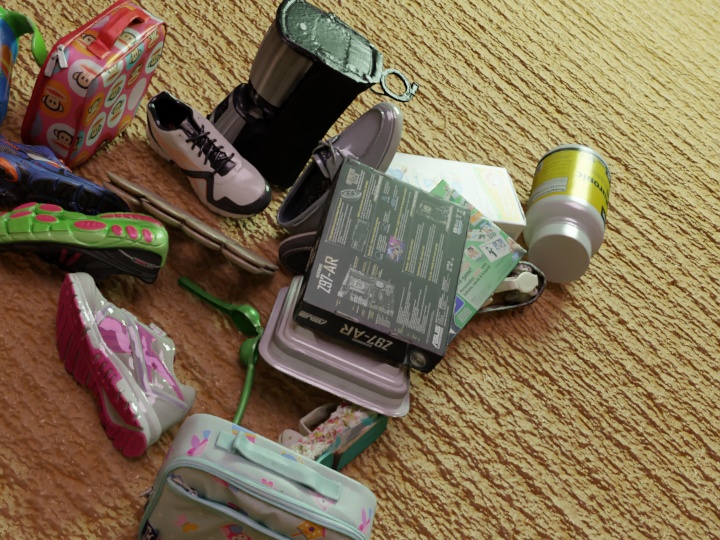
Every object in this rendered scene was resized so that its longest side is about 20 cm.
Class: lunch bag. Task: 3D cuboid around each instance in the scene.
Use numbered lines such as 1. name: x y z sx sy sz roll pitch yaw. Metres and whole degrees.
1. lunch bag: -0.094 0.217 0.925 0.199 0.161 0.077 24 41 -6
2. lunch bag: -0.303 -0.228 1.235 0.082 0.177 0.200 32 38 -1

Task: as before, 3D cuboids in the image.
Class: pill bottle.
1. pill bottle: 0.282 -0.076 1.453 0.111 0.112 0.201 25 42 -3

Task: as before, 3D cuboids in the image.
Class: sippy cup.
1. sippy cup: -0.448 -0.219 1.182 0.139 0.178 0.131 21 40 -41

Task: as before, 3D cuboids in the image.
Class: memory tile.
1. memory tile: -0.185 -0.048 1.179 0.199 0.017 0.153 31 0 3

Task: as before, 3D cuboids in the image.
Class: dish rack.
1. dish rack: -0.016 0.070 1.155 0.170 0.044 0.200 23 22 -5

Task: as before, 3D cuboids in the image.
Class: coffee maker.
1. coffee maker: -0.069 -0.201 1.316 0.192 0.200 0.135 41 38 1

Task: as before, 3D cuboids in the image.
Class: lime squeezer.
1. lime squeezer: -0.134 0.075 1.136 0.070 0.038 0.201 -3 52 -30

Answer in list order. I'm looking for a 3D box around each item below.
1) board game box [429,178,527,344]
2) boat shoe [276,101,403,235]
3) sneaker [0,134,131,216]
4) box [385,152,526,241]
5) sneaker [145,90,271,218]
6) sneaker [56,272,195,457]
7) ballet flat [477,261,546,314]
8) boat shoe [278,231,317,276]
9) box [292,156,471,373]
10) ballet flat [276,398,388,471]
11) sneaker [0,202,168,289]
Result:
1. board game box: 0.087 -0.003 1.199 0.134 0.029 0.200 41 53 6
2. boat shoe: -0.028 -0.119 1.257 0.071 0.201 0.070 17 27 -48
3. sneaker: -0.344 -0.101 1.171 0.199 0.076 0.079 25 38 -7
4. box: 0.091 -0.069 1.340 0.198 0.113 0.102 5 49 -22
5. sneaker: -0.189 -0.138 1.272 0.199 0.080 0.074 38 70 14
6. sneaker: -0.233 0.085 1.049 0.088 0.081 0.201 -18 67 -40
7. ballet flat: 0.154 0.020 1.311 0.199 0.072 0.072 -7 53 -35
8. boat shoe: 0.000 0.000 1.239 0.198 0.067 0.057 8 45 -2
9. box: 0.027 -0.009 1.131 0.159 0.044 0.201 21 54 -10
10. ballet flat: -0.046 0.179 1.063 0.064 0.076 0.200 33 32 20
11. sneaker: -0.302 -0.019 1.110 0.198 0.085 0.077 7 28 3
